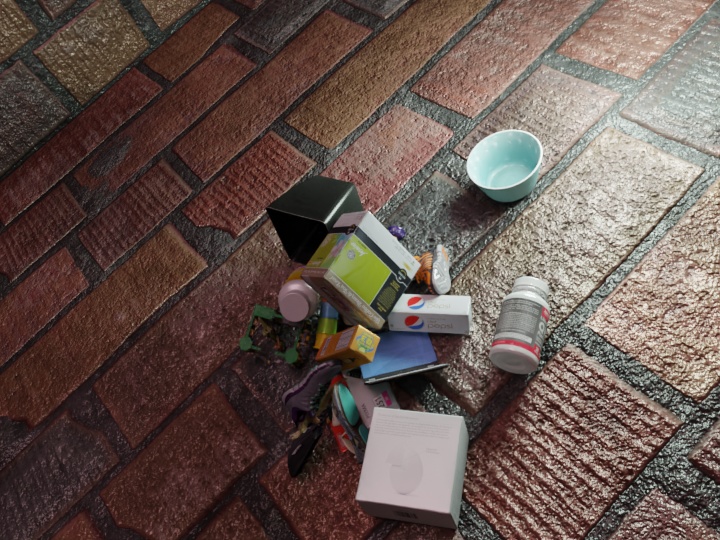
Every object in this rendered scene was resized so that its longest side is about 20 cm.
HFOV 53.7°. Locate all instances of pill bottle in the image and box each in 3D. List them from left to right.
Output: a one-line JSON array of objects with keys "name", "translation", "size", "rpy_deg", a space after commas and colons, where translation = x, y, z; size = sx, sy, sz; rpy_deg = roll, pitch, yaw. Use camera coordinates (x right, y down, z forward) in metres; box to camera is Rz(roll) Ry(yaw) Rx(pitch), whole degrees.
[{"name": "pill bottle", "translation": [-0.152, 0.063, 1.812], "size": [0.103, 0.105, 0.200], "rpy_deg": [-21, 12, 11]}, {"name": "pill bottle", "translation": [0.363, 0.120, 1.596], "size": [0.109, 0.111, 0.202], "rpy_deg": [5, 59, 29]}]

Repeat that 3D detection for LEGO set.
[{"name": "LEGO set", "translation": [-0.210, 0.174, 1.867], "size": [0.197, 0.116, 0.156], "rpy_deg": [5, 77, 15]}]

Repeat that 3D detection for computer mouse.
[{"name": "computer mouse", "translation": [-0.112, 0.377, 1.650], "size": [0.046, 0.140, 0.202], "rpy_deg": [31, 109, 10]}]

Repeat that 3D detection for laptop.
[{"name": "laptop", "translation": [0.088, 0.190, 1.650], "size": [0.185, 0.200, 0.118], "rpy_deg": [-13, 82, -5]}]

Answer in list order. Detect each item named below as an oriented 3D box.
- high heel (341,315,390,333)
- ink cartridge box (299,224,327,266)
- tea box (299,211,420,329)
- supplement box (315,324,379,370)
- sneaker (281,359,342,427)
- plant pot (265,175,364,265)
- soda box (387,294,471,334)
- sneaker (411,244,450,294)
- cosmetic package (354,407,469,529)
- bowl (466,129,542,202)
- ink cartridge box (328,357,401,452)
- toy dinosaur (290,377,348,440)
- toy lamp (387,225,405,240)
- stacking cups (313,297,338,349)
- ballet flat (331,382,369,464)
[{"name": "high heel", "translation": [0.020, 0.097, 1.834], "size": [0.141, 0.072, 0.201], "rpy_deg": [-14, 39, -7]}, {"name": "ink cartridge box", "translation": [-0.068, -0.071, 1.973], "size": [0.199, 0.084, 0.145], "rpy_deg": [-33, 48, 2]}, {"name": "tea box", "translation": [0.000, 0.000, 1.693], "size": [0.198, 0.200, 0.133], "rpy_deg": [-55, 26, -19]}, {"name": "supplement box", "translation": [-0.032, 0.184, 1.655], "size": [0.199, 0.066, 0.069], "rpy_deg": [-25, 36, 61]}, {"name": "sneaker", "translation": [-0.099, 0.285, 1.649], "size": [0.200, 0.074, 0.088], "rpy_deg": [-43, 59, 32]}, {"name": "plant pot", "translation": [-0.094, -0.132, 1.859], "size": [0.198, 0.201, 0.178], "rpy_deg": [16, 54, 33]}, {"name": "soda box", "translation": [0.166, 0.103, 1.708], "size": [0.197, 0.069, 0.064], "rpy_deg": [1, 43, 14]}, {"name": "sneaker", "translation": [0.164, 0.016, 1.786], "size": [0.111, 0.078, 0.201], "rpy_deg": [-24, 19, 20]}, {"name": "cosmetic package", "translation": [0.113, 0.410, 1.486], "size": [0.196, 0.123, 0.202], "rpy_deg": [3, 59, 18]}, {"name": "bowl", "translation": [0.388, -0.260, 1.870], "size": [0.198, 0.105, 0.203], "rpy_deg": [-14, 51, 18]}, {"name": "ink cartridge box", "translation": [-0.011, 0.304, 1.694], "size": [0.172, 0.044, 0.201], "rpy_deg": [-30, 48, 2]}, {"name": "toy dinosaur", "translation": [-0.110, 0.320, 1.732], "size": [0.101, 0.058, 0.201], "rpy_deg": [38, 89, 28]}, {"name": "toy lamp", "translation": [0.071, -0.023, 1.889], "size": [0.057, 0.058, 0.202], "rpy_deg": [2, 55, 28]}, {"name": "stacking cups", "translation": [-0.083, 0.100, 1.811], "size": [0.060, 0.060, 0.203], "rpy_deg": [3, 86, 28]}, {"name": "ballet flat", "translation": [-0.026, 0.349, 1.588], "size": [0.074, 0.202, 0.074], "rpy_deg": [-28, 4, 2]}]
